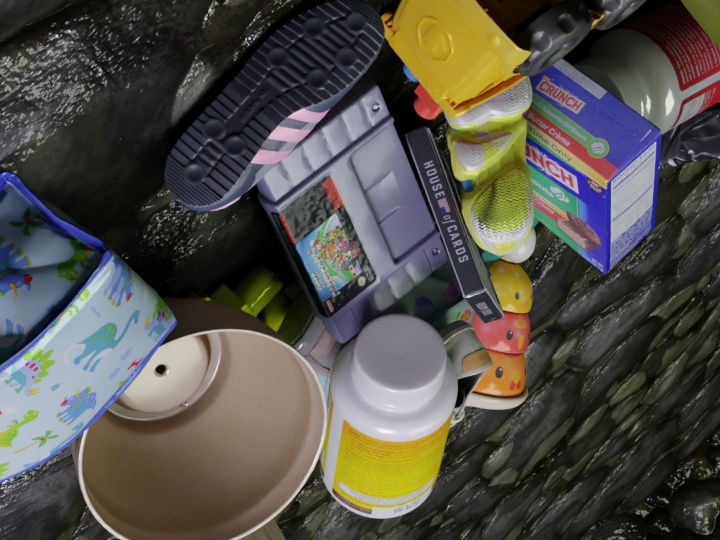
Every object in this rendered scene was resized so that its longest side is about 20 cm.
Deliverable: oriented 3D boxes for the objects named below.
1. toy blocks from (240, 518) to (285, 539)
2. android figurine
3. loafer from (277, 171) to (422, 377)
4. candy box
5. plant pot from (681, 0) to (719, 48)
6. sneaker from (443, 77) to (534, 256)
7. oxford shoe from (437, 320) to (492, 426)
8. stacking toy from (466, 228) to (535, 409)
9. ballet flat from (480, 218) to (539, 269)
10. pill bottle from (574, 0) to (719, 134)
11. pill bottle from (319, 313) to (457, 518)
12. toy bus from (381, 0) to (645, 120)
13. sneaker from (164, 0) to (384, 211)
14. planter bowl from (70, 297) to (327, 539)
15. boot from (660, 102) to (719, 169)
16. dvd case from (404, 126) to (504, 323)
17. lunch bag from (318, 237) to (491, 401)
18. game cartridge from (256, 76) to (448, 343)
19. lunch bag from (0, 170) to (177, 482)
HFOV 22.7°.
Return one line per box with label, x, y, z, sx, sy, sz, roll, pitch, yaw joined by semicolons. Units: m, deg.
toy blocks;-0.131;0.280;1.754;0.100;0.137;0.200;-32;174;24
android figurine;-0.139;0.083;1.559;0.200;0.041;0.182;-46;159;-6
loafer;0.000;0.000;1.573;0.063;0.072;0.200;35;83;-28
candy box;0.186;-0.107;1.634;0.077;0.169;0.200;-44;158;-13
plant pot;0.352;-0.285;1.584;0.200;0.193;0.200;-37;156;-20
sneaker;0.107;-0.103;1.525;0.076;0.200;0.105;0;162;1
oxford shoe;0.066;0.129;1.673;0.075;0.058;0.200;-23;152;-41
stacking toy;0.134;0.034;1.891;0.146;0.146;0.200;-8;120;-57
ballet flat;0.110;-0.020;1.785;0.200;0.068;0.068;-54;159;20
pill bottle;0.290;-0.194;1.741;0.200;0.112;0.112;-29;153;-34
pill bottle;0.024;0.124;1.551;0.109;0.109;0.200;-34;155;-26
toy bus;0.114;-0.202;1.414;0.200;0.136;0.192;-32;168;-37
sneaker;-0.064;-0.122;1.324;0.200;0.070;0.082;-41;175;-3
planter bowl;-0.142;0.103;1.416;0.200;0.135;0.200;-11;121;-20
boot;0.314;-0.152;1.879;0.162;0.198;0.073;-63;147;-73
dvd case;0.084;-0.036;1.569;0.025;0.150;0.200;-21;170;6
lunch bag;0.009;0.070;1.700;0.200;0.122;0.170;-37;158;-34
game cartridge;-0.007;-0.045;1.477;0.130;0.038;0.200;-42;132;-19
lunch bag;-0.243;0.057;1.219;0.200;0.127;0.170;-53;159;-7
